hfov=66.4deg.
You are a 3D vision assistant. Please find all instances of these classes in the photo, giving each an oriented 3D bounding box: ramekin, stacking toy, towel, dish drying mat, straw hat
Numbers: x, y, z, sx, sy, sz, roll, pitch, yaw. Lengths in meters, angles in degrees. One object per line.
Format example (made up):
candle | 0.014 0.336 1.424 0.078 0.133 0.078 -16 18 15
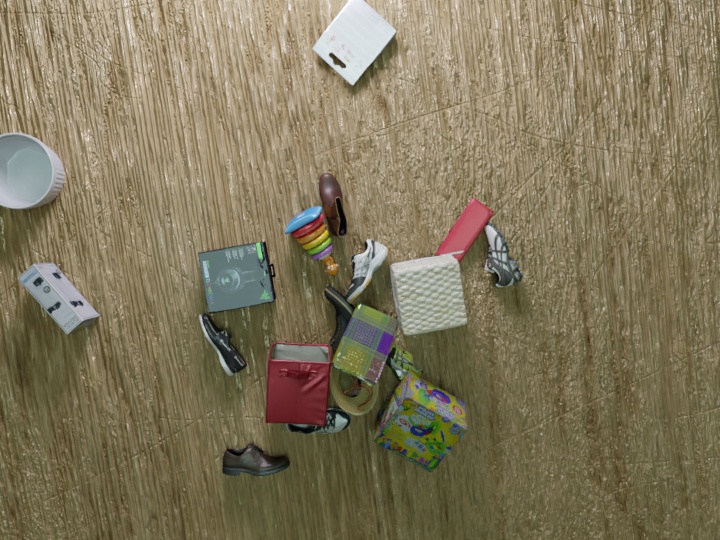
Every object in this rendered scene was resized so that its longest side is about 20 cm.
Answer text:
ramekin | -0.914 -0.266 1.500 0.197 0.105 0.203 0 93 -5
stacking toy | -0.120 -0.074 1.584 0.115 0.110 0.201 -27 106 12
towel | 0.014 0.208 1.550 0.142 0.023 0.202 24 74 -8
dish drying mat | 0.309 -0.111 1.634 0.076 0.018 0.201 34 98 5
straw hat | -0.043 0.325 1.604 0.200 0.085 0.204 14 70 -43

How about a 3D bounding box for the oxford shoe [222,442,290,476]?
oxford shoe | -0.304 0.550 1.608 0.197 0.073 0.086 2 91 -5

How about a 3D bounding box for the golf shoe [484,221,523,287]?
golf shoe | 0.400 -0.045 1.631 0.094 0.078 0.202 -26 83 12

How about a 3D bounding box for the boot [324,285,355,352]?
boot | -0.065 0.157 1.608 0.138 0.077 0.200 -44 94 4

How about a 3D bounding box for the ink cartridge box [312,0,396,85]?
ink cartridge box | -0.017 -0.660 1.586 0.160 0.047 0.200 40 95 -6

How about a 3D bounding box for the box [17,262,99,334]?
box | -0.829 0.075 1.519 0.060 0.117 0.200 -40 96 -2

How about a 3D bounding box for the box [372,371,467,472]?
box | 0.171 0.435 1.582 0.199 0.122 0.194 30 115 -6

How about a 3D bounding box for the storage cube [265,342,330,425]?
storage cube | -0.174 0.315 1.546 0.169 0.200 0.182 4 99 -5

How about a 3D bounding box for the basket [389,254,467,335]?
basket | 0.196 0.070 1.571 0.197 0.161 0.201 -10 96 0

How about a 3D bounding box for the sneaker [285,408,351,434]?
sneaker | -0.123 0.449 1.602 0.197 0.088 0.077 -1 91 -6

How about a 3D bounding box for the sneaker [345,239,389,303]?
sneaker | 0.000 0.000 1.600 0.087 0.076 0.201 33 72 0

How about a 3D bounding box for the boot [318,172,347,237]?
boot | -0.077 -0.186 1.522 0.068 0.200 0.191 -4 93 -4

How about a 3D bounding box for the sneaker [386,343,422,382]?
sneaker | 0.108 0.255 1.629 0.076 0.075 0.201 -39 108 -10

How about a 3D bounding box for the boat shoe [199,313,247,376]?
boat shoe | -0.396 0.206 1.582 0.060 0.074 0.202 -27 98 -3

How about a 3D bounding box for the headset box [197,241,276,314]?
headset box | -0.340 0.017 1.567 0.197 0.093 0.176 -10 94 -5
